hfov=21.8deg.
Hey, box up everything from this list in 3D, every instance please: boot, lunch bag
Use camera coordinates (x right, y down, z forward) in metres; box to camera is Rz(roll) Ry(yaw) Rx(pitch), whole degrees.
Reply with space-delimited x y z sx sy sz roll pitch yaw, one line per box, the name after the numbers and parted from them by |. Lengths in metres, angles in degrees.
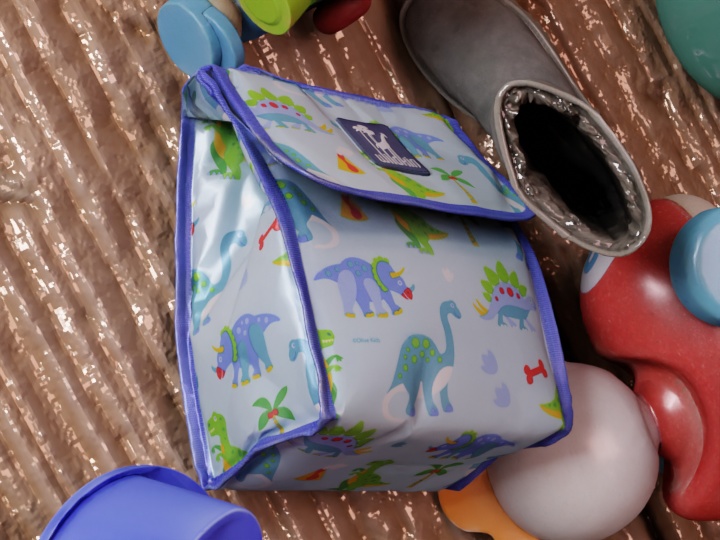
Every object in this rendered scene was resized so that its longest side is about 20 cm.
0.079 -0.083 0.955 0.182 0.073 0.200 42 15 4 | boot
0.000 0.000 0.926 0.169 0.127 0.202 8 61 -41 | lunch bag

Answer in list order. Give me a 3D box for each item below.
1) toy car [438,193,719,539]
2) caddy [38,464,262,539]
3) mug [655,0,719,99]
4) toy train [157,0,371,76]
0.128 0.070 1.002 0.198 0.184 0.179 -21 91 -11 | toy car
-0.096 0.184 0.807 0.141 0.104 0.202 47 57 -44 | caddy
0.269 -0.181 1.188 0.184 0.114 0.154 -12 84 -40 | mug
-0.013 -0.157 0.907 0.116 0.199 0.085 -41 103 -33 | toy train
